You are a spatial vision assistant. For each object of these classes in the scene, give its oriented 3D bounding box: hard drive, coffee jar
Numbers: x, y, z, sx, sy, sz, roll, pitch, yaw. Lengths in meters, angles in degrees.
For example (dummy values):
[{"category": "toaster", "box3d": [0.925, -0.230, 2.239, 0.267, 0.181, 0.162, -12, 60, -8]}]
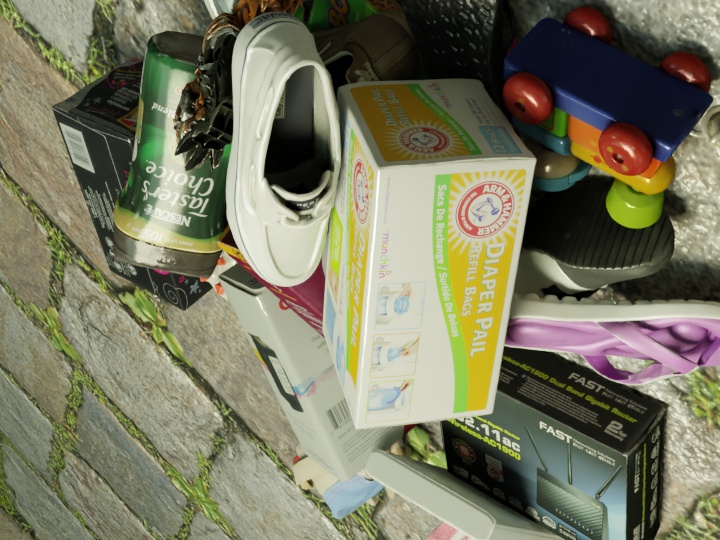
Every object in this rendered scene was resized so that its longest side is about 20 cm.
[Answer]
[{"category": "hard drive", "box3d": [0.102, 0.213, 1.006, 0.131, 0.027, 0.199, 25, 177, 33]}, {"category": "coffee jar", "box3d": [-0.150, -0.093, 0.949, 0.102, 0.086, 0.203, 10, 116, -14]}]

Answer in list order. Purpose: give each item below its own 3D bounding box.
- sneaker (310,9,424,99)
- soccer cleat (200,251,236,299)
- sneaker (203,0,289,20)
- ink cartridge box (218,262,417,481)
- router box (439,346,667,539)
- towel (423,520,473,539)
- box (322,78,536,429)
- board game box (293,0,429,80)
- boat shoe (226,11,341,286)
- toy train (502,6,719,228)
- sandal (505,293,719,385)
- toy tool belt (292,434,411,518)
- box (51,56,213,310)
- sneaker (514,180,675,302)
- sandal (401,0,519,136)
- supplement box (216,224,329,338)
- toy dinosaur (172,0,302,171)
[{"category": "sneaker", "box3d": [-0.033, -0.139, 0.827, 0.071, 0.075, 0.199, 56, 147, -11]}, {"category": "soccer cleat", "box3d": [-0.104, -0.065, 1.055, 0.069, 0.077, 0.203, 38, 127, 34]}, {"category": "sneaker", "box3d": [-0.069, -0.233, 0.790, 0.121, 0.082, 0.203, -130, 26, -52]}, {"category": "ink cartridge box", "box3d": [-0.015, 0.055, 0.978, 0.082, 0.145, 0.202, 20, 139, 56]}, {"category": "router box", "box3d": [0.159, 0.147, 0.943, 0.198, 0.062, 0.152, 24, 139, 36]}, {"category": "towel", "box3d": [0.139, 0.304, 1.052, 0.198, 0.146, 0.030, 27, 137, 31]}, {"category": "box", "box3d": [0.038, -0.011, 0.733, 0.113, 0.099, 0.203, -114, 24, -54]}, {"category": "board game box", "box3d": [0.028, -0.148, 0.836, 0.199, 0.030, 0.096, 41, 147, 10]}, {"category": "boat shoe", "box3d": [-0.047, -0.059, 0.705, 0.066, 0.072, 0.202, -125, 22, -44]}, {"category": "toy train", "box3d": [0.181, -0.068, 0.687, 0.199, 0.085, 0.117, 33, 155, 25]}, {"category": "sandal", "box3d": [0.184, 0.056, 0.766, 0.199, 0.051, 0.083, 3, 155, 18]}, {"category": "toy tool belt", "box3d": [-0.005, 0.209, 1.156, 0.123, 0.124, 0.201, 50, 150, 14]}, {"category": "box", "box3d": [-0.198, -0.088, 1.095, 0.131, 0.114, 0.203, 24, 138, 37]}, {"category": "sneaker", "box3d": [0.149, -0.010, 0.802, 0.198, 0.075, 0.089, 4, 145, 48]}, {"category": "sandal", "box3d": [0.075, -0.154, 0.750, 0.074, 0.045, 0.203, 10, 127, 35]}, {"category": "supplement box", "box3d": [0.000, 0.000, 0.873, 0.200, 0.111, 0.085, 42, 168, -32]}, {"category": "toy dinosaur", "box3d": [-0.086, -0.137, 0.776, 0.201, 0.100, 0.138, 106, 157, -54]}]
